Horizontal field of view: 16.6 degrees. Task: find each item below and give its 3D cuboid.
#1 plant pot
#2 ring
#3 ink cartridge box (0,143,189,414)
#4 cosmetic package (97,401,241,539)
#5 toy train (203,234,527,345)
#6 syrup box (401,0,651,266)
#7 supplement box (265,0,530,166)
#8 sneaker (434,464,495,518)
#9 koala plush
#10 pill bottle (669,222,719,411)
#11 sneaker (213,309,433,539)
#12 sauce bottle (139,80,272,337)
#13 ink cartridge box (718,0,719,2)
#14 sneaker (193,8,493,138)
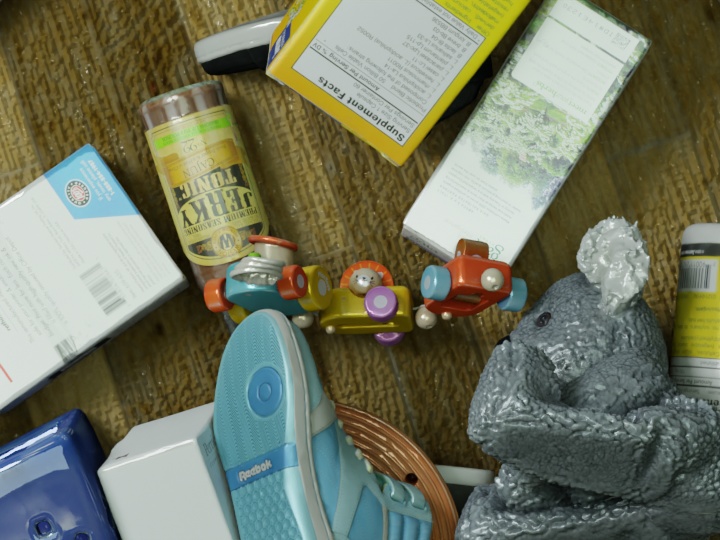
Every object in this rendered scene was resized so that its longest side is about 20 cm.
[{"bbox_3d":[-0.234,0.218,1.611,0.200,0.200,0.180,-27,93,-2],"label":"plant pot"},{"bbox_3d":[-0.031,0.181,1.639,0.200,0.019,0.200,2,102,10],"label":"ring"},{"bbox_3d":[-0.231,0.018,1.682,0.200,0.067,0.116,-35,88,-3],"label":"ink cartridge box"},{"bbox_3d":[-0.095,0.196,1.592,0.071,0.101,0.200,-18,99,11],"label":"cosmetic package"},{"bbox_3d":[0.000,0.000,1.619,0.200,0.150,0.056,7,70,-19],"label":"toy train"},{"bbox_3d":[0.112,-0.089,1.684,0.079,0.081,0.200,32,89,2],"label":"syrup box"},{"bbox_3d":[0.041,-0.186,1.584,0.109,0.110,0.200,35,105,-11],"label":"supplement box"},{"bbox_3d":[-0.010,0.179,1.673,0.200,0.071,0.099,3,83,-3],"label":"sneaker"},{"bbox_3d":[0.156,0.081,1.606,0.184,0.177,0.200,3,44,-1],"label":"koala plush"},{"bbox_3d":[0.264,0.072,1.662,0.111,0.111,0.200,6,87,0],"label":"pill bottle"},{"bbox_3d":[-0.019,0.124,1.571,0.131,0.080,0.200,1,77,-45],"label":"sneaker"},{"bbox_3d":[-0.093,-0.029,1.688,0.065,0.065,0.200,-20,90,-1],"label":"sauce bottle"},{"bbox_3d":[0.290,-0.294,1.696,0.147,0.083,0.200,43,87,1],"label":"ink cartridge box"},{"bbox_3d":[-0.008,-0.131,1.691,0.200,0.073,0.112,-12,99,7],"label":"sneaker"}]
